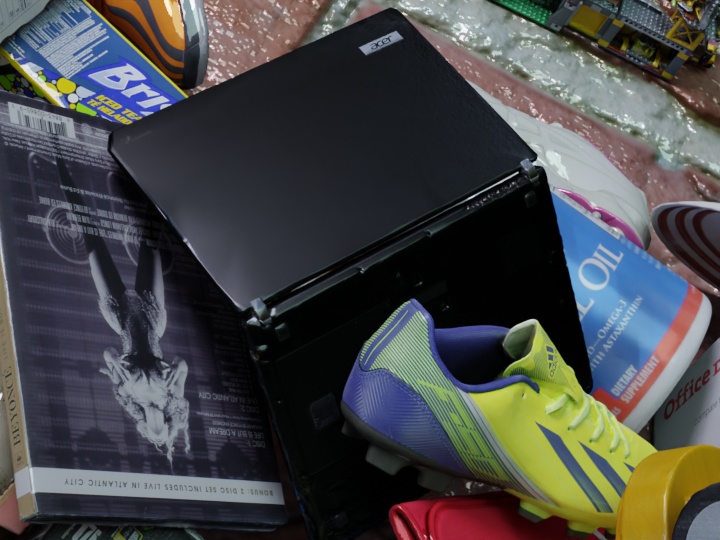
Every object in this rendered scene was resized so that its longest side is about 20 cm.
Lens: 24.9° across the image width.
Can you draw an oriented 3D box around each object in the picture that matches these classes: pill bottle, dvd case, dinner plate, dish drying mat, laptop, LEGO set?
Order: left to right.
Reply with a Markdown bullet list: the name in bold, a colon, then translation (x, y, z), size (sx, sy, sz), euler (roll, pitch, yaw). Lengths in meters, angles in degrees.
- **dvd case**: translation (-0.106, 0.020, 0.750), size (0.148, 0.016, 0.201), euler (12, 58, -48)
- **laptop**: translation (0.000, 0.000, 0.796), size (0.177, 0.103, 0.201), euler (-28, 115, -25)
- **pill bottle**: translation (0.083, 0.005, 0.899), size (0.200, 0.112, 0.112), euler (34, 52, 1)
- **dish drying mat**: translation (0.082, 0.137, 0.771), size (0.200, 0.018, 0.077), euler (8, 51, -60)
- **LEGO set**: translation (0.182, -0.228, 1.090), size (0.200, 0.116, 0.154), euler (32, 52, -3)
- **dinner plate**: translation (0.259, 0.007, 0.930), size (0.200, 0.200, 0.024), euler (30, 81, -3)

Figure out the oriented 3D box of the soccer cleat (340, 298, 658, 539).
- **soccer cleat**: translation (0.082, 0.068, 0.752), size (0.200, 0.084, 0.065), euler (20, 12, -34)

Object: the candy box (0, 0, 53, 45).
- **candy box**: translation (-0.268, -0.151, 0.820), size (0.167, 0.072, 0.200), euler (28, 58, 21)

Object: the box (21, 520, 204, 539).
- **box**: translation (-0.103, 0.214, 0.697), size (0.193, 0.047, 0.200), euler (47, 51, -10)

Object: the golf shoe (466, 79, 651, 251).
- **golf shoe**: translation (0.091, -0.065, 0.984), size (0.200, 0.075, 0.092), euler (39, 37, 1)

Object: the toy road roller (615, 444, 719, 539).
- **toy road roller**: translation (0.155, 0.175, 0.696), size (0.123, 0.146, 0.201), euler (3, 76, -52)

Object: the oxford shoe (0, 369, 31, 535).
- **oxford shoe**: translation (-0.204, 0.118, 0.705), size (0.074, 0.071, 0.200), euler (46, 66, -5)

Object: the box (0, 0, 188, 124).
- **box**: translation (-0.116, -0.056, 0.876), size (0.200, 0.070, 0.064), euler (44, 55, 7)

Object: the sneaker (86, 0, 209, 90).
- **sneaker**: translation (-0.169, -0.170, 0.933), size (0.112, 0.078, 0.200), euler (-18, 57, -28)

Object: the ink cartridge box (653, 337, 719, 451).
- **ink cartridge box**: translation (0.220, 0.129, 0.858), size (0.084, 0.145, 0.201), euler (18, 54, -12)
